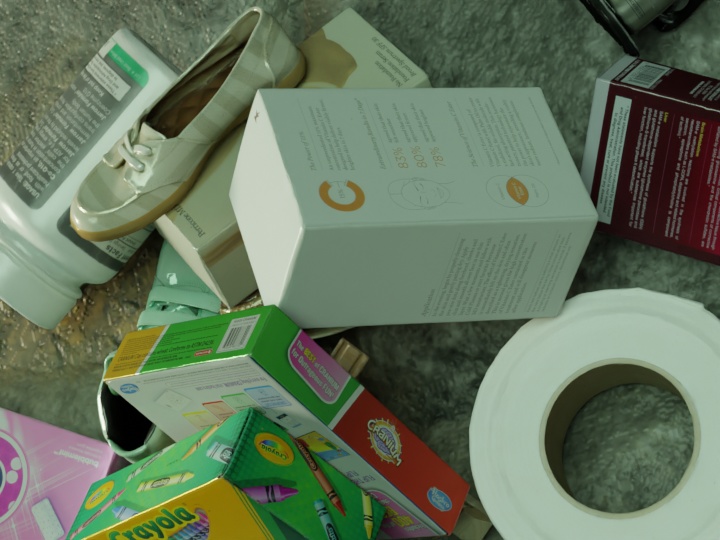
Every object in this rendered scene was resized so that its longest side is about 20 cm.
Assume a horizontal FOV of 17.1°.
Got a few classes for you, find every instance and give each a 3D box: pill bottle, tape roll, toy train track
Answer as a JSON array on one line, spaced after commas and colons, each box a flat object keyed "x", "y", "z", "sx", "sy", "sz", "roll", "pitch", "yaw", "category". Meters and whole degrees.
[{"x": -0.191, "y": -0.063, "z": 1.698, "sx": 0.113, "sy": 0.113, "sz": 0.200, "roll": 42, "pitch": 93, "yaw": 20, "category": "pill bottle"}, {"x": 0.175, "y": 0.115, "z": 1.565, "sx": 0.202, "sy": 0.071, "sz": 0.203, "roll": -4, "pitch": 74, "yaw": 15, "category": "tape roll"}, {"x": 0.002, "y": 0.121, "z": 1.618, "sx": 0.200, "sy": 0.033, "sz": 0.115, "roll": 36, "pitch": 131, "yaw": 7, "category": "toy train track"}]

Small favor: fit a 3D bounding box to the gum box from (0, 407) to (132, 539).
[{"x": -0.265, "y": 0.155, "z": 1.701, "sx": 0.199, "sy": 0.066, "sz": 0.114, "roll": 16, "pitch": 83, "yaw": 20, "category": "gum box"}]

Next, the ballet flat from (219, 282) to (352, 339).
[{"x": 0.000, "y": 0.000, "z": 1.657, "sx": 0.199, "sy": 0.071, "sz": 0.065, "roll": -26, "pitch": 107, "yaw": 4, "category": "ballet flat"}]

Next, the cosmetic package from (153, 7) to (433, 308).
[{"x": -0.048, "y": -0.079, "z": 1.640, "sx": 0.200, "sy": 0.071, "sz": 0.105, "roll": -38, "pitch": 50, "yaw": -10, "category": "cosmetic package"}]

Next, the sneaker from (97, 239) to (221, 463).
[{"x": -0.129, "y": 0.043, "z": 1.655, "sx": 0.073, "sy": 0.118, "sz": 0.201, "roll": 2, "pitch": 78, "yaw": 19, "category": "sneaker"}]

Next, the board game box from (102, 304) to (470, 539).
[{"x": -0.048, "y": 0.106, "z": 1.552, "sx": 0.153, "sy": 0.200, "sz": 0.040, "roll": -11, "pitch": 45, "yaw": 46, "category": "board game box"}]

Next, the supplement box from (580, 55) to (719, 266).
[{"x": 0.248, "y": -0.061, "z": 1.567, "sx": 0.199, "sy": 0.061, "sz": 0.109, "roll": 18, "pitch": 117, "yaw": 20, "category": "supplement box"}]

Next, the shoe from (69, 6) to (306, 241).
[{"x": -0.123, "y": -0.100, "z": 1.604, "sx": 0.200, "sy": 0.053, "sz": 0.070, "roll": -43, "pitch": 47, "yaw": -14, "category": "shoe"}]

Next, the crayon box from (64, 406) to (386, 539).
[{"x": -0.092, "y": 0.169, "z": 1.567, "sx": 0.200, "sy": 0.119, "sz": 0.058, "roll": -28, "pitch": 31, "yaw": 48, "category": "crayon box"}]

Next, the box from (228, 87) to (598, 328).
[{"x": 0.031, "y": -0.042, "z": 1.531, "sx": 0.199, "sy": 0.098, "sz": 0.125, "roll": -2, "pitch": 47, "yaw": -20, "category": "box"}]

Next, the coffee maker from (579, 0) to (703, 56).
[{"x": 0.198, "y": -0.278, "z": 1.611, "sx": 0.200, "sy": 0.135, "sz": 0.192, "roll": -40, "pitch": 70, "yaw": 6, "category": "coffee maker"}]
